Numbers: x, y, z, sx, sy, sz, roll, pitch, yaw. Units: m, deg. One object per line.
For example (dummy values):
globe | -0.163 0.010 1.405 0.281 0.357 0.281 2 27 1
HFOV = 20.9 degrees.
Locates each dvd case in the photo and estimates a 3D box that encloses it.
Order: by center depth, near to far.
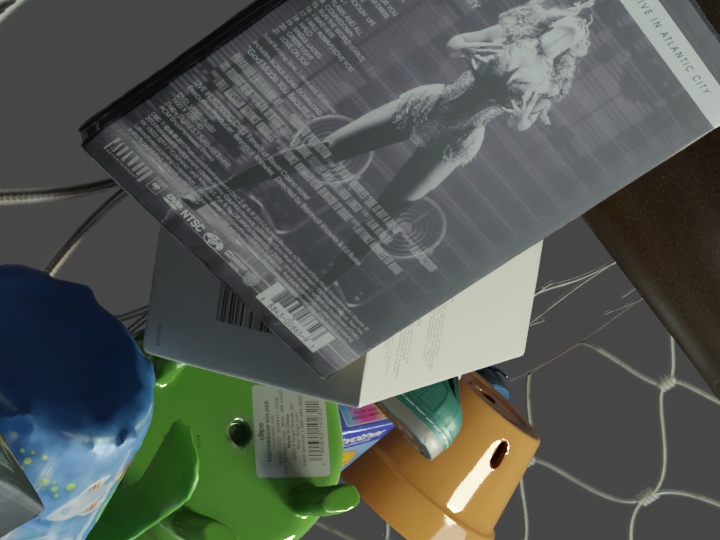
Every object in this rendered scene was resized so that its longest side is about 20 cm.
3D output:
dvd case | 0.023 -0.057 0.696 0.200 0.016 0.149 -33 126 15

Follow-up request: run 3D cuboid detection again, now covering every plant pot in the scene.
plant pot | 0.196 -0.053 0.995 0.200 0.198 0.200 -30 170 -6
plant pot | 0.074 0.165 1.840 0.140 0.200 0.200 -49 168 7

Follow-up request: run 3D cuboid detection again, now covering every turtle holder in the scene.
turtle holder | -0.104 0.102 1.058 0.185 0.141 0.132 -35 -168 -38

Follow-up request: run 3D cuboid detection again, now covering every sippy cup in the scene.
sippy cup | -0.154 0.071 0.792 0.130 0.140 0.178 -48 173 29

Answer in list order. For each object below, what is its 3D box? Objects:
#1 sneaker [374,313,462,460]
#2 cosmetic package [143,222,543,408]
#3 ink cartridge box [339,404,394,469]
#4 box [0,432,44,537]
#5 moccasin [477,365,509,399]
sneaker | 0.022 0.021 1.027 0.080 0.071 0.200 -37 -148 4
cosmetic package | 0.000 0.000 0.871 0.107 0.085 0.200 12 -170 21
ink cartridge box | -0.070 0.113 1.330 0.136 0.076 0.200 -9 154 -41
box | -0.171 0.076 0.499 0.158 0.051 0.200 -31 172 -8
moccasin | 0.110 0.126 2.071 0.080 0.068 0.200 -22 169 -5
